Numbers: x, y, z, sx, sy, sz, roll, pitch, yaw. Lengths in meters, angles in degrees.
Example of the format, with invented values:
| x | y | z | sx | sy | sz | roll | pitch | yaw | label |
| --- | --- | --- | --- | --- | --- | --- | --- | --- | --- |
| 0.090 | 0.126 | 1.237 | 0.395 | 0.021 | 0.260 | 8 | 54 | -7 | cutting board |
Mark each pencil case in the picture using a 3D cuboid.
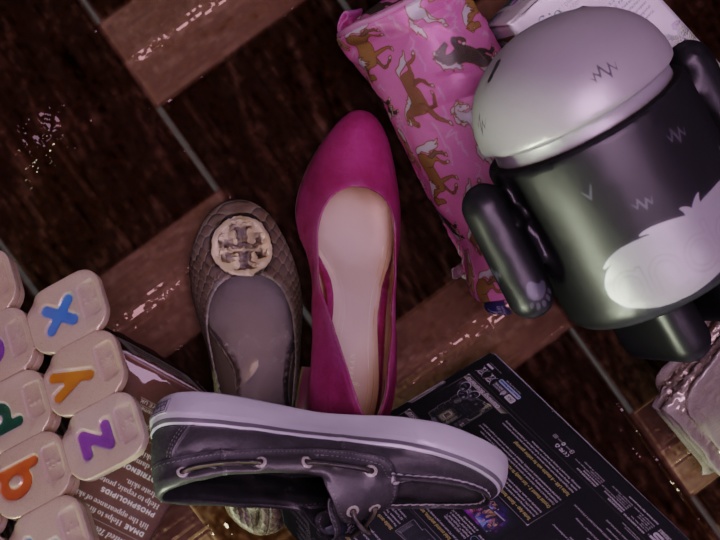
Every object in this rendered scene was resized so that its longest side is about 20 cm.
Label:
| x | y | z | sx | sy | sz | roll | pitch | yaw | label |
| --- | --- | --- | --- | --- | --- | --- | --- | --- | --- |
| 0.063 | -0.076 | 1.263 | 0.086 | 0.083 | 0.200 | -28 | 98 | -7 | pencil case |

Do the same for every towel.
| x | y | z | sx | sy | sz | roll | pitch | yaw | label |
| --- | --- | --- | --- | --- | --- | --- | --- | --- | --- |
| 0.260 | 0.032 | 1.292 | 0.200 | 0.034 | 0.133 | -48 | 140 | -5 | towel |

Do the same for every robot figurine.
| x | y | z | sx | sy | sz | roll | pitch | yaw | label |
| --- | --- | --- | --- | --- | --- | --- | --- | --- | --- |
| 0.142 | -0.047 | 1.183 | 0.125 | 0.150 | 0.200 | -22 | 105 | 29 | robot figurine |

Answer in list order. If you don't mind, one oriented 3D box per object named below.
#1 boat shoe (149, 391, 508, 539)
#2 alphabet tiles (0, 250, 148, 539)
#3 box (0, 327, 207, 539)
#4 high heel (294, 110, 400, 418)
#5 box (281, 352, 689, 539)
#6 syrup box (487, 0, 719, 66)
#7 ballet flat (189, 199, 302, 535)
| x | y | z | sx | sy | sz | roll | pitch | yaw | label |
| --- | --- | --- | --- | --- | --- | --- | --- | --- | --- |
| -0.018 | 0.115 | 1.166 | 0.200 | 0.070 | 0.066 | 12 | 60 | -14 | boat shoe |
| -0.210 | 0.091 | 1.197 | 0.196 | 0.015 | 0.200 | -29 | 62 | 15 | alphabet tiles |
| -0.161 | 0.140 | 1.229 | 0.075 | 0.100 | 0.200 | 31 | 89 | -15 | box |
| 0.000 | 0.000 | 1.239 | 0.067 | 0.096 | 0.200 | 16 | 78 | -19 | high heel |
| 0.072 | 0.152 | 1.215 | 0.160 | 0.200 | 0.044 | -30 | 139 | -20 | box |
| 0.170 | -0.100 | 1.279 | 0.079 | 0.081 | 0.200 | -45 | 98 | -6 | syrup box |
| -0.064 | 0.058 | 1.269 | 0.067 | 0.046 | 0.200 | -3 | 94 | -9 | ballet flat |
